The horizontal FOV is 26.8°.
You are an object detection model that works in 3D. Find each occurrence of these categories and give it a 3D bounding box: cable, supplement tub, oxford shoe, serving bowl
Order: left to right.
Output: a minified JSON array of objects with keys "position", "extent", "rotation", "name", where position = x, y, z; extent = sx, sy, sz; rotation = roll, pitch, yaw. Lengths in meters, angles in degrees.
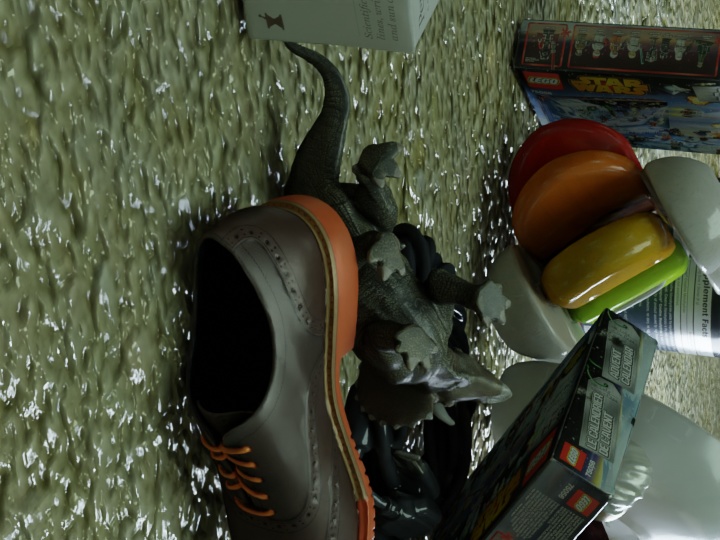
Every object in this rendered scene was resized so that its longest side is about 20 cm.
[{"position":[-0.042,0.073,0.616],"extent":[0.072,0.071,0.202],"rotation":[-15,103,-55],"name":"oxford shoe"},{"position":[0.027,0.065,0.830],"extent":[0.200,0.050,0.165],"rotation":[45,46,-70],"name":"cable"},{"position":[0.171,0.144,1.041],"extent":[0.066,0.199,0.201],"rotation":[-58,152,-19],"name":"serving bowl"},{"position":[0.253,-0.006,1.196],"extent":[0.140,0.198,0.142],"rotation":[6,90,-70],"name":"supplement tub"}]

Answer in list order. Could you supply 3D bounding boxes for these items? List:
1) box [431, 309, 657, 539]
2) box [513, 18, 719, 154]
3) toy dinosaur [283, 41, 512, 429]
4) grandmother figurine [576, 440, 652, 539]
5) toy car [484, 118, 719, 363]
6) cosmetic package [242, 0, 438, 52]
[{"position":[0.090,0.132,0.864],"extent":[0.201,0.040,0.137],"rotation":[-58,-179,38],"name":"box"},{"position":[0.218,-0.125,1.061],"extent":[0.137,0.198,0.040],"rotation":[45,54,-66],"name":"box"},{"position":[0.000,0.000,0.668],"extent":[0.077,0.102,0.201],"rotation":[-44,104,-30],"name":"toy dinosaur"},{"position":[0.123,0.182,0.974],"extent":[0.060,0.121,0.201],"rotation":[-9,137,-46],"name":"grandmother figurine"},{"position":[0.164,-0.029,1.052],"extent":[0.151,0.174,0.200],"rotation":[63,13,17],"name":"toy car"},{"position":[0.012,-0.196,0.643],"extent":[0.113,0.080,0.201],"rotation":[79,25,-44],"name":"cosmetic package"}]
